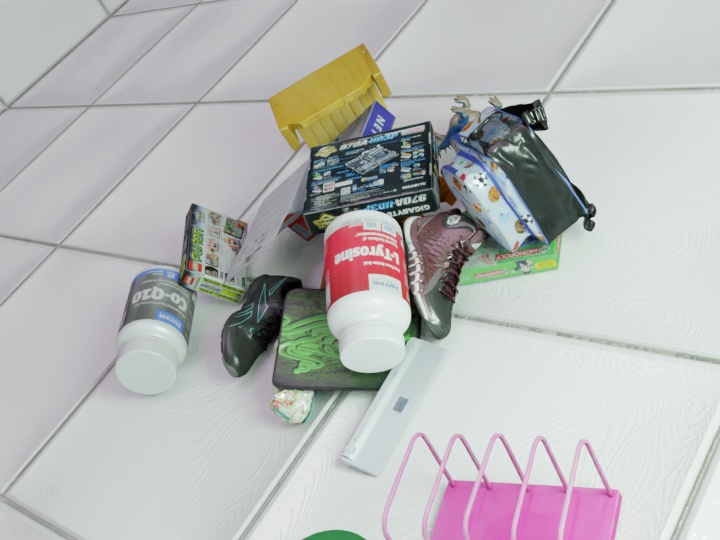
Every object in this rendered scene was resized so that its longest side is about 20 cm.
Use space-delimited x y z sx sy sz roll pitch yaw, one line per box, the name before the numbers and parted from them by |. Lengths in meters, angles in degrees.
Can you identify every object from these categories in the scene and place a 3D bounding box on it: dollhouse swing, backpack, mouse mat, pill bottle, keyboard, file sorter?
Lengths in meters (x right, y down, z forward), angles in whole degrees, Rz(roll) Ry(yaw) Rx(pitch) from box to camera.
dollhouse swing | -0.034 -0.270 1.648 0.199 0.176 0.182 -28 38 5
backpack | 0.202 -0.130 1.253 0.153 0.201 0.191 -32 25 5
mouse mat | -0.016 0.092 1.254 0.198 0.008 0.162 -1 55 9
pill bottle | 0.009 0.028 1.223 0.111 0.112 0.202 -18 52 18
keyboard | 0.045 0.171 1.177 0.056 0.011 0.201 21 59 21
file sorter | 0.141 0.247 0.926 0.198 0.126 0.140 -5 42 33
pill bottle | -0.330 0.095 1.475 0.113 0.114 0.201 -21 37 14

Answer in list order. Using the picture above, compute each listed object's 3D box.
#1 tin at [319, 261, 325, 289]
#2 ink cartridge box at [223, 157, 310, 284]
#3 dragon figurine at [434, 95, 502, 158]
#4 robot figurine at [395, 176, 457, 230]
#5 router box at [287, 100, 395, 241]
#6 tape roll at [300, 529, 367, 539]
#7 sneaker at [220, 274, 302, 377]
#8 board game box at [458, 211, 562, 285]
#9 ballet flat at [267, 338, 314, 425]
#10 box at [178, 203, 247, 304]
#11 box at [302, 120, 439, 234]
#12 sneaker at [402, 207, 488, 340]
tin | 0.000 0.000 1.351 0.111 0.042 0.202 -4 67 37
ink cartridge box | -0.137 -0.070 1.501 0.162 0.057 0.201 -34 32 47
dragon figurine | 0.200 -0.232 1.520 0.198 0.100 0.059 3 42 13
robot figurine | 0.056 -0.102 1.450 0.145 0.058 0.199 -52 29 -17
router box | -0.031 -0.170 1.567 0.179 0.049 0.201 -38 24 42
tape roll | -0.039 0.372 0.948 0.199 0.048 0.202 -27 38 23
sneaker | -0.150 0.076 1.398 0.079 0.076 0.201 -6 42 28
board game box | 0.192 -0.042 1.322 0.198 0.029 0.135 -10 41 28
ballet flat | -0.092 0.126 1.289 0.076 0.063 0.201 -55 21 35
box | -0.250 -0.032 1.576 0.035 0.109 0.201 -58 23 30
box | 0.017 -0.139 1.367 0.198 0.046 0.160 -11 44 13
sneaker | 0.126 -0.010 1.255 0.115 0.076 0.202 -21 54 17
